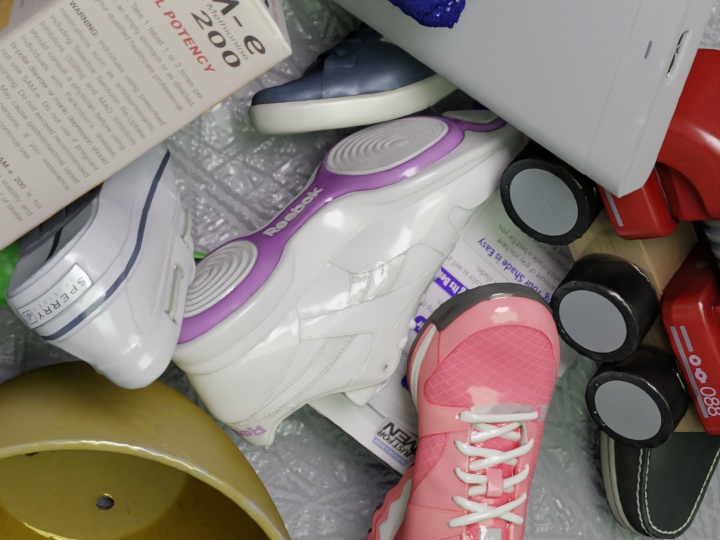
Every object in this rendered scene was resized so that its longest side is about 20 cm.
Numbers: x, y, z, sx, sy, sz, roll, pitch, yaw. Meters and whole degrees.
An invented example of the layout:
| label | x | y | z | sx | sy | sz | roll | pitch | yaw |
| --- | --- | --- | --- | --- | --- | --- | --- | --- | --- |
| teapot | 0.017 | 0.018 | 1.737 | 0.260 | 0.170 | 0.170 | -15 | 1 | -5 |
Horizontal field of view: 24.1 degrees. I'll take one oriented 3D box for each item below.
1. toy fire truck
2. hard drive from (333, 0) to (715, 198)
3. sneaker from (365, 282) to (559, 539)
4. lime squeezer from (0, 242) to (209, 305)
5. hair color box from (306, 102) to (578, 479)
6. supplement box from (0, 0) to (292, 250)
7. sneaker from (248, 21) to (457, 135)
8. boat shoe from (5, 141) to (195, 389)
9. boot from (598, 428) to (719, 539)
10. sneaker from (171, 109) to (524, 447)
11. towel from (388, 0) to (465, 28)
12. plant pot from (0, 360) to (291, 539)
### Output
| label | x | y | z | sx | sy | sz | roll | pitch | yaw |
| --- | --- | --- | --- | --- | --- | --- | --- | --- | --- |
| toy fire truck | 0.176 | -0.004 | 0.738 | 0.129 | 0.199 | 0.177 | -46 | 120 | -42 |
| hard drive | 0.058 | -0.138 | 0.709 | 0.026 | 0.200 | 0.133 | -23 | 140 | -42 |
| sneaker | 0.058 | 0.100 | 0.783 | 0.073 | 0.087 | 0.202 | 1 | 125 | -16 |
| lime squeezer | -0.139 | 0.004 | 0.773 | 0.199 | 0.071 | 0.038 | -7 | 129 | -36 |
| hair color box | 0.061 | 0.010 | 0.860 | 0.109 | 0.065 | 0.201 | 39 | 86 | -25 |
| supplement box | -0.131 | -0.081 | 0.704 | 0.199 | 0.126 | 0.074 | -33 | 114 | 9 |
| sneaker | 0.030 | -0.126 | 0.815 | 0.199 | 0.075 | 0.085 | -22 | 102 | -19 |
| boat shoe | -0.104 | -0.004 | 0.712 | 0.073 | 0.200 | 0.067 | -35 | 107 | 14 |
| boot | 0.207 | 0.062 | 0.875 | 0.073 | 0.153 | 0.206 | 7 | 100 | -36 |
| sneaker | 0.000 | 0.000 | 0.787 | 0.199 | 0.075 | 0.100 | -37 | 121 | -14 |
| towel | -0.002 | -0.211 | 0.674 | 0.049 | 0.200 | 0.148 | -23 | 150 | -53 |
| plant pot | -0.125 | 0.120 | 0.762 | 0.198 | 0.142 | 0.202 | -3 | 119 | -5 |
